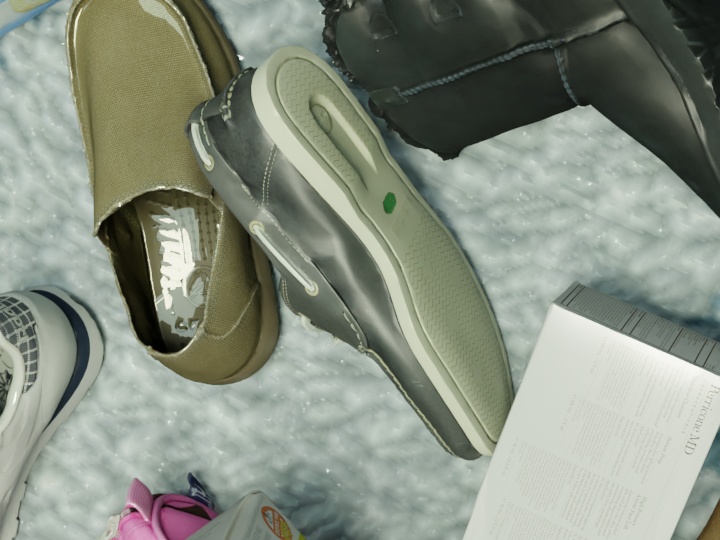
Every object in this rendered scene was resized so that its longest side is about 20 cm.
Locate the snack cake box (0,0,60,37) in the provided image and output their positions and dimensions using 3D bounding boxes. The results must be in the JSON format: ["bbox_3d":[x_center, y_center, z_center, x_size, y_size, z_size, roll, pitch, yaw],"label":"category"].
[{"bbox_3d":[-0.191,-0.167,0.828,0.200,0.067,0.115,-29,86,14],"label":"snack cake box"}]

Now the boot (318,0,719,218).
[{"bbox_3d":[0.085,-0.077,0.739,0.162,0.073,0.198,-13,125,43],"label":"boot"}]

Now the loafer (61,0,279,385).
[{"bbox_3d":[-0.086,-0.045,0.805,0.076,0.067,0.201,-19,88,15],"label":"loafer"}]

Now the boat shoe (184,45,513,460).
[{"bbox_3d":[0.000,0.000,0.778,0.067,0.072,0.200,-27,104,32],"label":"boat shoe"}]

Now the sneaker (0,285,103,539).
[{"bbox_3d":[-0.196,0.097,0.837,0.076,0.080,0.201,27,101,11],"label":"sneaker"}]

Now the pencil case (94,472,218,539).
[{"bbox_3d":[-0.127,0.190,0.820,0.094,0.091,0.200,37,102,-22],"label":"pencil case"}]

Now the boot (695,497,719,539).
[{"bbox_3d":[0.187,0.056,0.750,0.075,0.073,0.200,42,107,37],"label":"boot"}]

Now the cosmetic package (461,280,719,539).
[{"bbox_3d":[0.089,0.113,0.762,0.082,0.051,0.201,24,108,14],"label":"cosmetic package"}]

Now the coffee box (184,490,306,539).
[{"bbox_3d":[-0.063,0.249,0.687,0.199,0.200,0.198,-38,100,15],"label":"coffee box"}]
